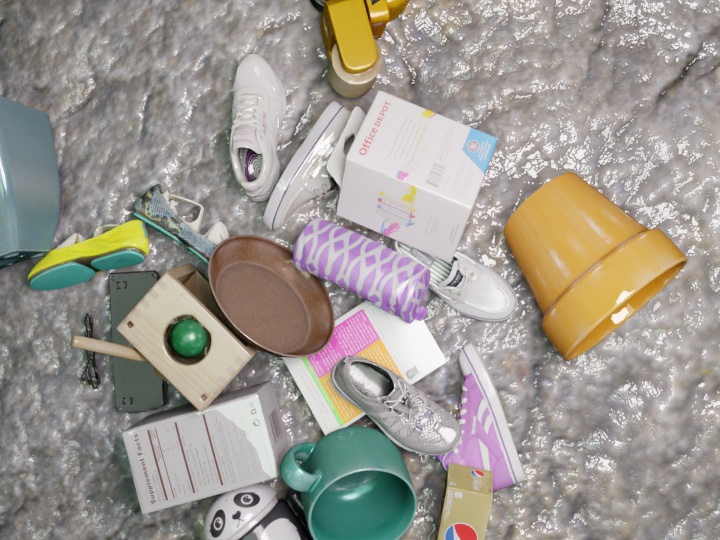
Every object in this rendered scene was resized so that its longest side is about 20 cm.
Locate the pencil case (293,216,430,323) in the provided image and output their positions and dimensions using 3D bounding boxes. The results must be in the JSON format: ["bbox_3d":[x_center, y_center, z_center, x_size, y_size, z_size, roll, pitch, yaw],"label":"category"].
[{"bbox_3d":[0.000,0.000,1.247,0.197,0.087,0.084,26,53,20],"label":"pencil case"}]

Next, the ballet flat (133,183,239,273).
[{"bbox_3d":[-0.229,-0.054,1.298,0.198,0.074,0.075,35,93,2],"label":"ballet flat"}]

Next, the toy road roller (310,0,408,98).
[{"bbox_3d":[0.014,-0.351,1.248,0.143,0.123,0.205,-13,89,-6],"label":"toy road roller"}]

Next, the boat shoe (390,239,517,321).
[{"bbox_3d":[0.126,0.012,1.264,0.197,0.067,0.075,26,93,4],"label":"boat shoe"}]

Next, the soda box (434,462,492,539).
[{"bbox_3d":[0.132,0.370,1.241,0.062,0.068,0.205,9,108,5],"label":"soda box"}]

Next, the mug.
[{"bbox_3d":[-0.014,0.276,1.234,0.149,0.115,0.187,-24,122,0],"label":"mug"}]

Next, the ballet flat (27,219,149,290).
[{"bbox_3d":[-0.387,-0.026,1.314,0.196,0.067,0.068,-15,64,18],"label":"ballet flat"}]

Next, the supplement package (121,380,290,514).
[{"bbox_3d":[-0.209,0.242,1.272,0.196,0.117,0.120,-16,91,6],"label":"supplement package"}]

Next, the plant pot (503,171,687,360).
[{"bbox_3d":[0.287,-0.018,1.198,0.199,0.200,0.184,-39,72,4],"label":"plant pot"}]

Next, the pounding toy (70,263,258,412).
[{"bbox_3d":[-0.247,0.093,1.225,0.184,0.200,0.142,44,94,-2],"label":"pounding toy"}]

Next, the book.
[{"bbox_3d":[0.005,0.123,1.289,0.198,0.048,0.135,-32,87,3],"label":"book"}]

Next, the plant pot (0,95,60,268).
[{"bbox_3d":[-0.523,-0.103,1.259,0.192,0.196,0.204,-18,90,5],"label":"plant pot"}]

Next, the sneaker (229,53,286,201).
[{"bbox_3d":[-0.144,-0.201,1.271,0.073,0.100,0.205,-3,89,7],"label":"sneaker"}]

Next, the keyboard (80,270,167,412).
[{"bbox_3d":[-0.345,0.105,1.333,0.124,0.021,0.205,-3,89,-1],"label":"keyboard"}]

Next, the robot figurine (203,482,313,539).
[{"bbox_3d":[-0.129,0.387,1.261,0.124,0.150,0.201,-39,87,34],"label":"robot figurine"}]

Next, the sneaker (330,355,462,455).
[{"bbox_3d":[0.046,0.180,1.216,0.197,0.082,0.076,29,72,3],"label":"sneaker"}]

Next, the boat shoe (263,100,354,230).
[{"bbox_3d":[-0.061,-0.134,1.282,0.069,0.071,0.202,33,87,7],"label":"boat shoe"}]

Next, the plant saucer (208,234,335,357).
[{"bbox_3d":[-0.125,0.041,1.242,0.200,0.200,0.037,45,125,3],"label":"plant saucer"}]

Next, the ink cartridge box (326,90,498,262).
[{"bbox_3d":[0.061,-0.129,1.219,0.196,0.126,0.130,23,57,6],"label":"ink cartridge box"}]

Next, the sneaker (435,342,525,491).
[{"bbox_3d":[0.145,0.210,1.264,0.112,0.073,0.205,-18,89,8],"label":"sneaker"}]
